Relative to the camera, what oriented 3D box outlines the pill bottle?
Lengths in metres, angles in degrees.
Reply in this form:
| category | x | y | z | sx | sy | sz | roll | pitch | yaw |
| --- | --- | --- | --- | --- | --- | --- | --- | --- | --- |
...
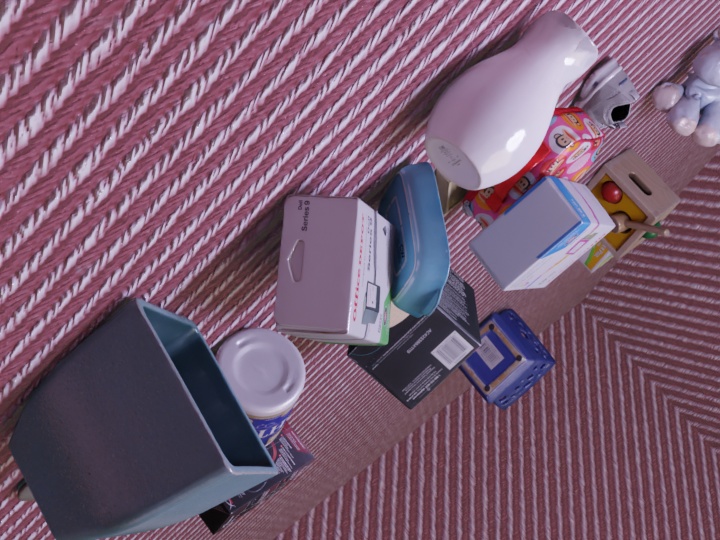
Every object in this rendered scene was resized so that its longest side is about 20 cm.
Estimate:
| category | x | y | z | sx | sy | sz | roll | pitch | yaw |
| --- | --- | --- | --- | --- | --- | --- | --- | --- | --- |
| pill bottle | -0.150 | 0.172 | 1.462 | 0.119 | 0.120 | 0.200 | -33 | 164 | -30 |

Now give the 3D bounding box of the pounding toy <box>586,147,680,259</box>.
| category | x | y | z | sx | sy | sz | roll | pitch | yaw |
| --- | --- | --- | --- | --- | --- | --- | --- | --- | --- |
| pounding toy | 0.561 | -0.124 | 2.305 | 0.142 | 0.200 | 0.184 | -30 | 162 | -36 |

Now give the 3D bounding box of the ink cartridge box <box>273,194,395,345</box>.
| category | x | y | z | sx | sy | sz | roll | pitch | yaw |
| --- | --- | --- | --- | --- | --- | --- | --- | --- | --- |
| ink cartridge box | -0.023 | 0.005 | 1.217 | 0.083 | 0.147 | 0.200 | 3 | 175 | 13 |

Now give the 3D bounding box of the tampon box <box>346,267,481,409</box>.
| category | x | y | z | sx | sy | sz | roll | pitch | yaw |
| --- | --- | --- | --- | --- | --- | --- | --- | --- | --- |
| tampon box | 0.080 | 0.077 | 1.626 | 0.150 | 0.126 | 0.200 | -44 | -168 | 18 |

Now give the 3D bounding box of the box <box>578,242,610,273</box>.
| category | x | y | z | sx | sy | sz | roll | pitch | yaw |
| --- | --- | --- | --- | --- | --- | --- | --- | --- | --- |
| box | 0.606 | -0.104 | 2.696 | 0.112 | 0.101 | 0.200 | -32 | 164 | -33 |

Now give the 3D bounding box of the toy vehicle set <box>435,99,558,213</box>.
| category | x | y | z | sx | sy | sz | roll | pitch | yaw |
| --- | --- | --- | --- | --- | --- | --- | --- | --- | --- |
| toy vehicle set | 0.186 | -0.167 | 1.519 | 0.200 | 0.027 | 0.124 | -39 | 166 | -10 |

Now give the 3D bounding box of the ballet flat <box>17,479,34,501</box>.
| category | x | y | z | sx | sy | sz | roll | pitch | yaw |
| --- | --- | --- | --- | --- | --- | --- | --- | --- | --- |
| ballet flat | -0.314 | 0.235 | 1.330 | 0.199 | 0.064 | 0.068 | -31 | 163 | -36 |

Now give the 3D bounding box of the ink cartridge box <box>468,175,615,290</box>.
| category | x | y | z | sx | sy | sz | roll | pitch | yaw |
| --- | --- | --- | --- | --- | --- | --- | --- | --- | --- |
| ink cartridge box | 0.255 | -0.049 | 1.521 | 0.144 | 0.085 | 0.200 | -42 | 165 | 20 |

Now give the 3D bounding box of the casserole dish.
| category | x | y | z | sx | sy | sz | roll | pitch | yaw |
| --- | --- | --- | --- | --- | --- | --- | --- | --- | --- |
| casserole dish | 0.058 | -0.039 | 1.318 | 0.039 | 0.201 | 0.121 | 5 | 145 | -20 |

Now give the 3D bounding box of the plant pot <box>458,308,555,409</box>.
| category | x | y | z | sx | sy | sz | roll | pitch | yaw |
| --- | --- | --- | --- | --- | --- | --- | --- | --- | --- |
| plant pot | 0.363 | 0.229 | 2.888 | 0.200 | 0.200 | 0.180 | -44 | 159 | 14 |

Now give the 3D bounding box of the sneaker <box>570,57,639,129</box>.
| category | x | y | z | sx | sy | sz | roll | pitch | yaw |
| --- | --- | --- | --- | --- | --- | --- | --- | --- | --- |
| sneaker | 0.367 | -0.237 | 1.678 | 0.075 | 0.082 | 0.200 | -38 | 166 | -12 |

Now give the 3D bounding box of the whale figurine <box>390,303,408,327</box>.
| category | x | y | z | sx | sy | sz | roll | pitch | yaw |
| --- | --- | --- | --- | --- | --- | --- | --- | --- | --- |
| whale figurine | 0.000 | 0.000 | 1.439 | 0.199 | 0.104 | 0.159 | 19 | 117 | -47 |

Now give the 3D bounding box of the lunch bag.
| category | x | y | z | sx | sy | sz | roll | pitch | yaw |
| --- | --- | --- | --- | --- | --- | --- | --- | --- | --- |
| lunch bag | 0.236 | -0.135 | 1.524 | 0.200 | 0.082 | 0.176 | -48 | 165 | 28 |

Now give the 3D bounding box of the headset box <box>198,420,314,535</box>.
| category | x | y | z | sx | sy | sz | roll | pitch | yaw |
| --- | --- | --- | --- | --- | --- | --- | --- | --- | --- |
| headset box | -0.177 | 0.272 | 1.637 | 0.200 | 0.149 | 0.075 | -28 | 163 | -44 |

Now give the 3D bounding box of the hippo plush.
| category | x | y | z | sx | sy | sz | roll | pitch | yaw |
| --- | --- | --- | --- | --- | --- | --- | --- | --- | --- |
| hippo plush | 0.650 | -0.331 | 1.993 | 0.199 | 0.160 | 0.161 | -28 | 162 | -41 |

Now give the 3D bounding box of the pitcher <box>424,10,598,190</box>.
| category | x | y | z | sx | sy | sz | roll | pitch | yaw |
| --- | --- | --- | --- | --- | --- | --- | --- | --- | --- |
| pitcher | 0.156 | -0.182 | 1.245 | 0.200 | 0.121 | 0.172 | -48 | -176 | -18 |

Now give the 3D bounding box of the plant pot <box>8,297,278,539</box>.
| category | x | y | z | sx | sy | sz | roll | pitch | yaw |
| --- | --- | --- | --- | --- | --- | --- | --- | --- | --- |
| plant pot | -0.233 | 0.175 | 1.123 | 0.199 | 0.197 | 0.196 | -33 | 167 | 2 |
